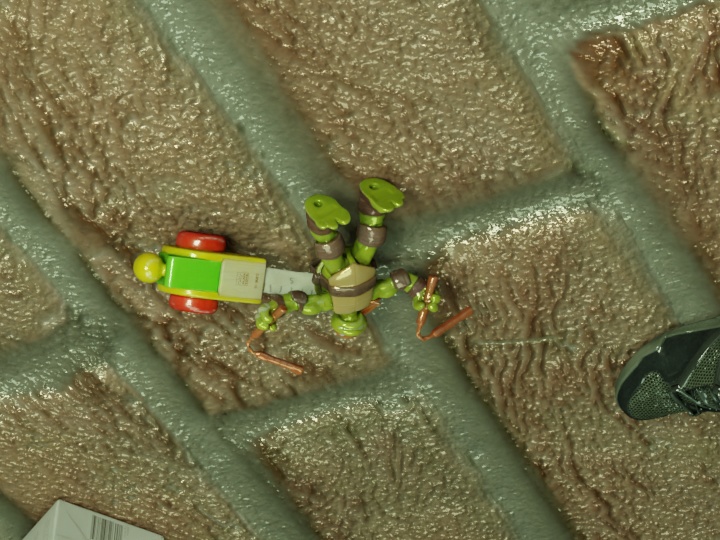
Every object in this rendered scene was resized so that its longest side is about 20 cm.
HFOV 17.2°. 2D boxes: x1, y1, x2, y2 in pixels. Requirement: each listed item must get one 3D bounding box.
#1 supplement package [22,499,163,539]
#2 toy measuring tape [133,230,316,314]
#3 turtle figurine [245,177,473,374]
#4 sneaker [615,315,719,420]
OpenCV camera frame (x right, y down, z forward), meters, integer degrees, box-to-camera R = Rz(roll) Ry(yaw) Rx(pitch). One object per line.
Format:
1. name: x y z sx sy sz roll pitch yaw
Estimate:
1. supplement package: -0.293 0.336 2.327 0.121 0.120 0.200 23 134 -24
2. toy measuring tape: -0.104 0.005 2.009 0.199 0.074 0.074 6 141 -32
3. turtle figurine: 0.000 0.000 1.983 0.199 0.065 0.162 -7 132 -12
4. sneaker: 0.307 0.102 2.056 0.199 0.115 0.076 -22 131 26
